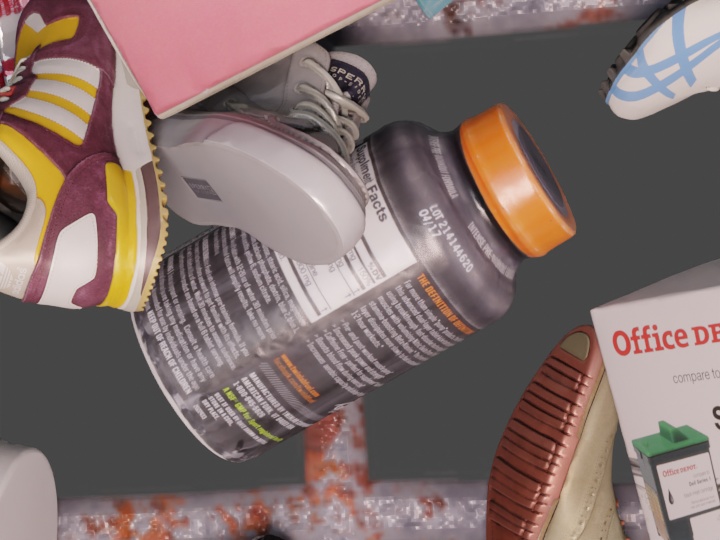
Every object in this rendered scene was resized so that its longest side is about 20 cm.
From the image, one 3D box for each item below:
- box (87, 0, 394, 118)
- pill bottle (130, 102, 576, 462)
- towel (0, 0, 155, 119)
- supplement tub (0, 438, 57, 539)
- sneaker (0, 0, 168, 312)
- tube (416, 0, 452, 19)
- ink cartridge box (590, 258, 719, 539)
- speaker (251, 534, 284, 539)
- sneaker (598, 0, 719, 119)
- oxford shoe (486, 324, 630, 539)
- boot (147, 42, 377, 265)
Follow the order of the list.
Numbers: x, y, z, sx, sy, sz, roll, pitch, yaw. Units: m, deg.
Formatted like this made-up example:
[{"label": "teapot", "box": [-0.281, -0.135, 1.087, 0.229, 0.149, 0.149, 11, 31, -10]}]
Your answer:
[{"label": "box", "box": [-0.021, -0.170, 1.104, 0.199, 0.128, 0.109, -26, 104, 15]}, {"label": "pill bottle", "box": [0.000, 0.000, 1.167, 0.200, 0.106, 0.107, -29, 91, 12]}, {"label": "towel", "box": [-0.124, -0.158, 1.214, 0.143, 0.023, 0.201, -14, 94, 11]}, {"label": "supplement tub", "box": [-0.261, 0.136, 1.220, 0.199, 0.132, 0.133, 8, 98, 10]}, {"label": "sneaker", "box": [-0.147, -0.065, 1.123, 0.090, 0.200, 0.075, 5, 129, -24]}, {"label": "tube", "box": [0.003, -0.221, 1.172, 0.077, 0.050, 0.200, -35, 95, 21]}, {"label": "ink cartridge box", "box": [0.196, 0.093, 1.112, 0.084, 0.146, 0.201, -16, 91, -33]}, {"label": "speaker", "box": [-0.102, 0.217, 1.224, 0.200, 0.081, 0.081, -37, 89, 12]}, {"label": "sneaker", "box": [0.183, -0.111, 1.105, 0.073, 0.072, 0.200, 53, 134, -4]}, {"label": "oxford shoe", "box": [0.100, 0.126, 1.194, 0.074, 0.071, 0.201, 13, 99, -17]}, {"label": "boot", "box": [-0.030, -0.064, 1.102, 0.096, 0.200, 0.074, -43, 115, -14]}]
